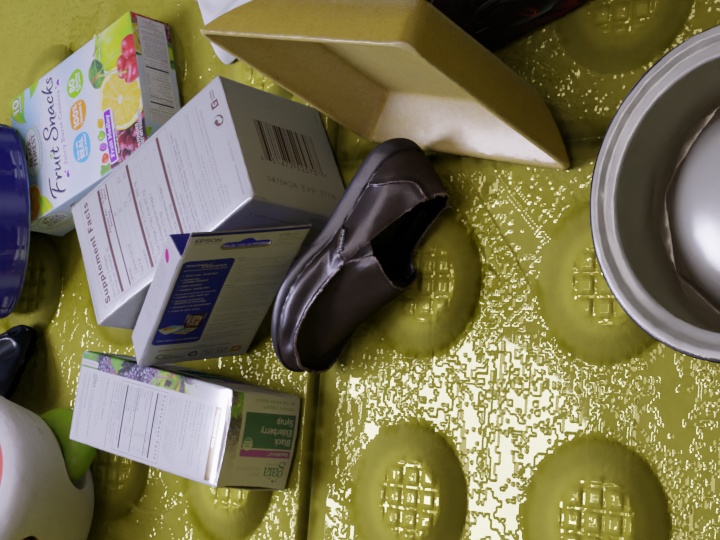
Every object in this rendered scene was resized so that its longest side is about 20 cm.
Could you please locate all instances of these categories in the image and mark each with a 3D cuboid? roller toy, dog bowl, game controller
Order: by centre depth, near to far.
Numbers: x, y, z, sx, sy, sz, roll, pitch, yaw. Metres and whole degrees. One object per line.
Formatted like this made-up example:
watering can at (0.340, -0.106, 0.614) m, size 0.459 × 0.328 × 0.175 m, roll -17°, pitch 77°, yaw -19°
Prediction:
dog bowl at (0.238, -0.042, 0.756) m, size 0.199 × 0.074 × 0.201 m, roll -10°, pitch 75°, yaw 41°
roller toy at (-0.348, 0.208, 1.162) m, size 0.181 × 0.140 × 0.201 m, roll 3°, pitch 68°, yaw 23°
dog bowl at (-0.395, -0.050, 1.287) m, size 0.200 × 0.078 × 0.201 m, roll -2°, pitch 88°, yaw 59°
game controller at (-0.398, 0.128, 1.307) m, size 0.200 × 0.042 × 0.105 m, roll -32°, pitch 40°, yaw 35°

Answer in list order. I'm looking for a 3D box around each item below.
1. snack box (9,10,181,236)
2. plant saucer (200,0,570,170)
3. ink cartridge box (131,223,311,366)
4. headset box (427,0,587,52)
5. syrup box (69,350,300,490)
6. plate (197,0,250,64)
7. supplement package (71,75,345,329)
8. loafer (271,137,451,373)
snack box at (-0.254, -0.135, 1.231) m, size 0.200 × 0.053 × 0.143 m, roll -25°, pitch 65°, yaw 37°
plant saucer at (0.024, -0.137, 0.888) m, size 0.199 × 0.200 × 0.049 m, roll 13°, pitch 80°, yaw 42°
ink cartridge box at (-0.112, 0.011, 0.997) m, size 0.200 × 0.094 × 0.037 m, roll 124°, pitch 135°, yaw -54°
headset box at (0.107, -0.232, 0.856) m, size 0.199 × 0.148 × 0.075 m, roll -23°, pitch 67°, yaw 37°
syrup box at (-0.149, 0.123, 1.073) m, size 0.199 × 0.079 × 0.082 m, roll 7°, pitch 87°, yaw 43°
plate at (-0.103, -0.308, 1.094) m, size 0.200 × 0.032 × 0.201 m, roll -32°, pitch 71°, yaw 46°
supplement package at (-0.124, -0.045, 1.054) m, size 0.200 × 0.117 × 0.118 m, roll -36°, pitch 60°, yaw 33°
loafer at (0.000, 0.000, 0.963) m, size 0.071 × 0.073 × 0.201 m, roll 41°, pitch 111°, yaw 37°
